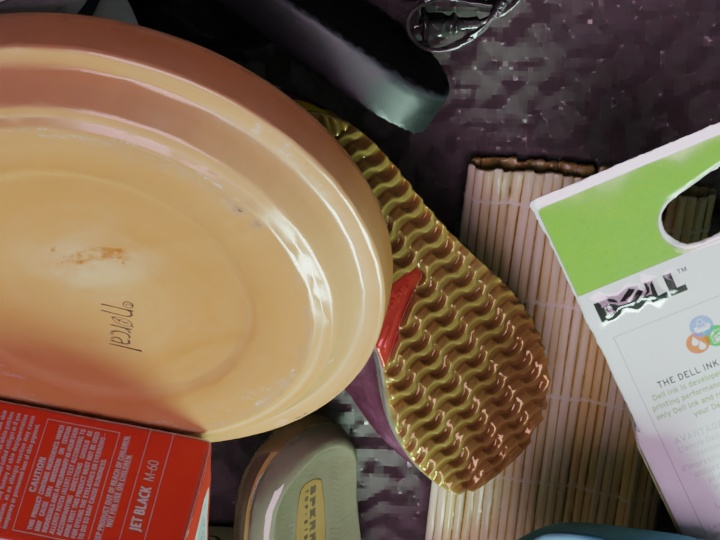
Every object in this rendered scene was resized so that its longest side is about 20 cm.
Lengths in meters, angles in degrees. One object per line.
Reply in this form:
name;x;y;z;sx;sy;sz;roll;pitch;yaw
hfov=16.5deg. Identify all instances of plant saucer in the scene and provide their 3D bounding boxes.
plant saucer;-0.089;-0.004;0.846;0.199;0.032;0.201;8;140;7

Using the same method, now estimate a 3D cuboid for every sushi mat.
sushi mat;0.079;0.048;0.984;0.095;0.012;0.201;7;120;3

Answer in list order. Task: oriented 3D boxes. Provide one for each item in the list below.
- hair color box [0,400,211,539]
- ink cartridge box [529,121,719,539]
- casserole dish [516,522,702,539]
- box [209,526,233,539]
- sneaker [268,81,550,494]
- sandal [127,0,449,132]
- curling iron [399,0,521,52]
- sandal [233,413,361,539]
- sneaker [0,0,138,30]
hair color box;-0.158;0.099;0.911;0.198;0.064;0.111;11;140;5
ink cartridge box;0.163;0.014;0.912;0.147;0.076;0.201;-22;116;12
casserole dish;0.118;0.168;0.953;0.120;0.039;0.201;3;126;37
box;-0.150;0.159;1.032;0.198;0.078;0.096;4;121;3
sneaker;0.000;0.000;0.933;0.075;0.090;0.200;-41;127;-9
sandal;-0.060;-0.100;0.876;0.200;0.075;0.048;33;111;-14
curling iron;-0.031;-0.138;0.881;0.199;0.026;0.050;29;114;-10
sandal;-0.011;0.155;1.011;0.054;0.080;0.202;17;121;33
sneaker;-0.160;-0.083;0.873;0.199;0.077;0.081;13;151;34
